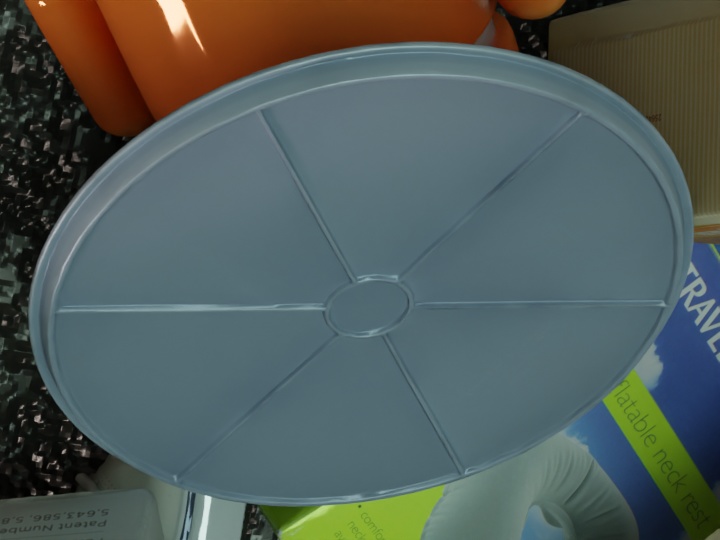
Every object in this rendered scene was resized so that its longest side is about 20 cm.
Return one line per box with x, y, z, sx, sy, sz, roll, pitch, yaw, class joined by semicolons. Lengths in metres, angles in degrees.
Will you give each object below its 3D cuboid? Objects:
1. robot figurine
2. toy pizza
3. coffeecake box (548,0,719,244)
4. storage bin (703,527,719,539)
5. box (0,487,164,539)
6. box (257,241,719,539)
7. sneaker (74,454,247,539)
-0.023;-0.089;0.875;0.143;0.117;0.201;-30;112;-9;robot figurine
0.000;0.000;0.844;0.199;0.032;0.201;-7;139;-6;toy pizza
0.182;-0.044;0.897;0.199;0.153;0.074;4;85;-29;coffeecake box
0.111;0.171;0.965;0.200;0.094;0.199;-36;133;-1;storage bin
-0.146;0.190;0.868;0.199;0.131;0.200;-6;120;6;box
0.077;0.067;0.984;0.200;0.048;0.122;-36;115;-3;box
-0.090;0.106;0.936;0.070;0.073;0.201;13;102;-22;sneaker
